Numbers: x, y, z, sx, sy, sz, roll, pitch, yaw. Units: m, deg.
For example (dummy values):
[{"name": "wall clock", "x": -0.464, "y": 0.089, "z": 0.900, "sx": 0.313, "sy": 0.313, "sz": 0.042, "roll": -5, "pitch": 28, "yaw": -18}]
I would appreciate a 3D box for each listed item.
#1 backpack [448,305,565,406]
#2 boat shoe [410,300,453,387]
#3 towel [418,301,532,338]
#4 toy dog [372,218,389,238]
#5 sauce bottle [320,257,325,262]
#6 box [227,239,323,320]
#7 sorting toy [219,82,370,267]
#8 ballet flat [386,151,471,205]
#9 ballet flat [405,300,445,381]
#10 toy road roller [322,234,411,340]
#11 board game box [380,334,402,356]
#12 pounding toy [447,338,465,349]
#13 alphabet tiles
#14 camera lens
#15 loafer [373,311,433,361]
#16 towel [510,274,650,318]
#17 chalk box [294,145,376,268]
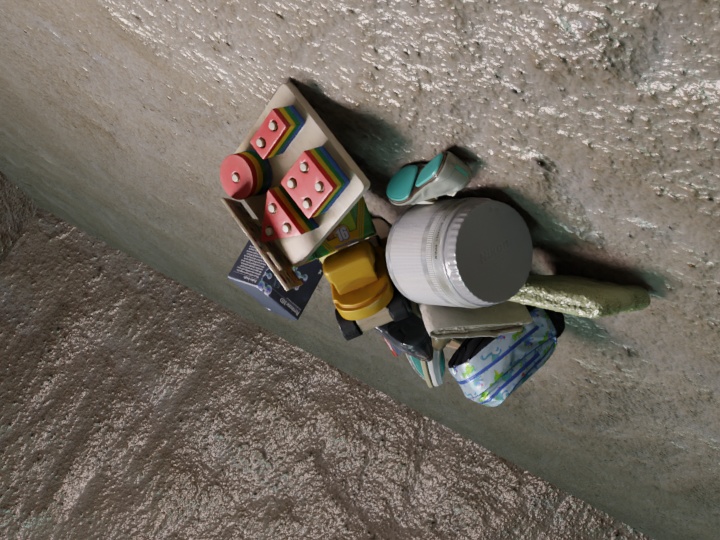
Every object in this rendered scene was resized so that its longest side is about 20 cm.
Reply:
[{"name": "backpack", "x": 0.249, "y": 0.142, "z": 1.476, "sx": 0.156, "sy": 0.198, "sz": 0.163, "roll": 68, "pitch": 158, "yaw": -2}, {"name": "boat shoe", "x": 0.131, "y": 0.109, "z": 1.471, "sx": 0.067, "sy": 0.204, "sz": 0.075, "roll": -9, "pitch": -162, "yaw": 4}, {"name": "towel", "x": 0.180, "y": 0.053, "z": 1.402, "sx": 0.196, "sy": 0.134, "sz": 0.035, "roll": -1, "pitch": 134, "yaw": -22}, {"name": "toy dog", "x": -0.047, "y": -0.087, "z": 1.568, "sx": 0.198, "sy": 0.097, "sz": 0.132, "roll": 31, "pitch": 165, "yaw": -3}, {"name": "sauce bottle", "x": -0.066, "y": -0.056, "z": 1.657, "sx": 0.201, "sy": 0.066, "sz": 0.066, "roll": 55, "pitch": 179, "yaw": 28}, {"name": "box", "x": -0.161, "y": -0.024, "z": 1.792, "sx": 0.106, "sy": 0.202, "sz": 0.148, "roll": 15, "pitch": 160, "yaw": 43}, {"name": "sorting toy", "x": -0.116, "y": -0.134, "z": 1.255, "sx": 0.201, "sy": 0.069, "sz": 0.199, "roll": 52, "pitch": 127, "yaw": 10}, {"name": "ballet flat", "x": 0.100, "y": -0.123, "z": 1.233, "sx": 0.063, "sy": 0.068, "sz": 0.199, "roll": 26, "pitch": 167, "yaw": -17}, {"name": "ballet flat", "x": 0.096, "y": 0.113, "z": 1.545, "sx": 0.072, "sy": 0.072, "sz": 0.202, "roll": 4, "pitch": 129, "yaw": 59}, {"name": "toy road roller", "x": 0.000, "y": 0.000, "z": 1.386, "sx": 0.202, "sy": 0.121, "sz": 0.147, "roll": -100, "pitch": -15, "yaw": -49}, {"name": "board game box", "x": 0.056, "y": 0.061, "z": 1.703, "sx": 0.202, "sy": 0.102, "sz": 0.019, "roll": 58, "pitch": 161, "yaw": -8}, {"name": "pounding toy", "x": 0.172, "y": 0.063, "z": 1.617, "sx": 0.199, "sy": 0.144, "sz": 0.183, "roll": 26, "pitch": 169, "yaw": -39}, {"name": "alphabet tiles", "x": -0.150, "y": -0.042, "z": 1.335, "sx": 0.168, "sy": 0.008, "sz": 0.200, "roll": 54, "pitch": -177, "yaw": 1}, {"name": "camera lens", "x": 0.143, "y": -0.026, "z": 1.275, "sx": 0.159, "sy": 0.162, "sz": 0.199, "roll": 36, "pitch": 164, "yaw": -25}, {"name": "loafer", "x": 0.055, "y": 0.090, "z": 1.431, "sx": 0.200, "sy": 0.072, "sz": 0.073, "roll": 46, "pitch": 170, "yaw": 49}, {"name": "towel", "x": 0.315, "y": 0.033, "z": 1.263, "sx": 0.147, "sy": 0.037, "sz": 0.198, "roll": -7, "pitch": -167, "yaw": -38}, {"name": "chalk box", "x": -0.079, "y": -0.125, "z": 1.378, "sx": 0.123, "sy": 0.123, "sz": 0.203, "roll": -14, "pitch": 99, "yaw": 66}]
